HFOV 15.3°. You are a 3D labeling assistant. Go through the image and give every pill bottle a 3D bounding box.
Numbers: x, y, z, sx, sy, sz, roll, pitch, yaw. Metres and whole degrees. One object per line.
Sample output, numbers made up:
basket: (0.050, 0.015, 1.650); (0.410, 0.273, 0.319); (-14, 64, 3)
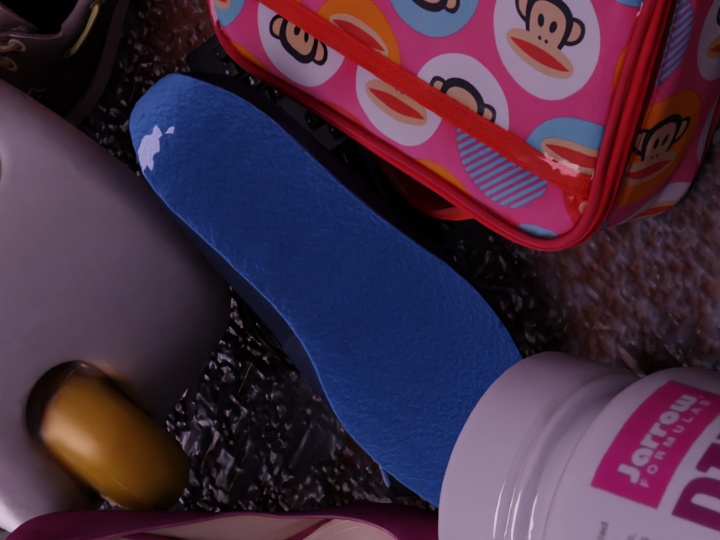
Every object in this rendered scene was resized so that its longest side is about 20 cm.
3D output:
pill bottle: (0.130, 0.096, 0.866); (0.200, 0.113, 0.113); (16, 112, 38)

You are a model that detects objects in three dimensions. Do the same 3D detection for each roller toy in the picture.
roller toy: (-0.155, 0.015, 1.041); (0.200, 0.140, 0.182); (39, 167, -15)

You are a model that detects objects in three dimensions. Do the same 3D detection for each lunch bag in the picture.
lunch bag: (0.036, -0.100, 0.927); (0.200, 0.082, 0.176); (34, 127, 32)

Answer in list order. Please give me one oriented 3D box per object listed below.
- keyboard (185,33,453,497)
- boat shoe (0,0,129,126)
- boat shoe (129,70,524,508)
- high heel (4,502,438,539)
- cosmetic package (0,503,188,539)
keyboard: (-0.017, -0.002, 1.026); (0.104, 0.040, 0.200); (-34, 77, 42)
boat shoe: (-0.125, -0.115, 1.080); (0.072, 0.060, 0.200); (54, 131, 17)
boat shoe: (0.000, 0.000, 0.970); (0.084, 0.069, 0.200); (-35, 102, 4)
high heel: (-0.032, 0.112, 0.972); (0.200, 0.096, 0.067); (7, 84, 0)
cosmetic package: (-0.125, 0.165, 1.123); (0.200, 0.073, 0.104); (-14, 125, 45)
